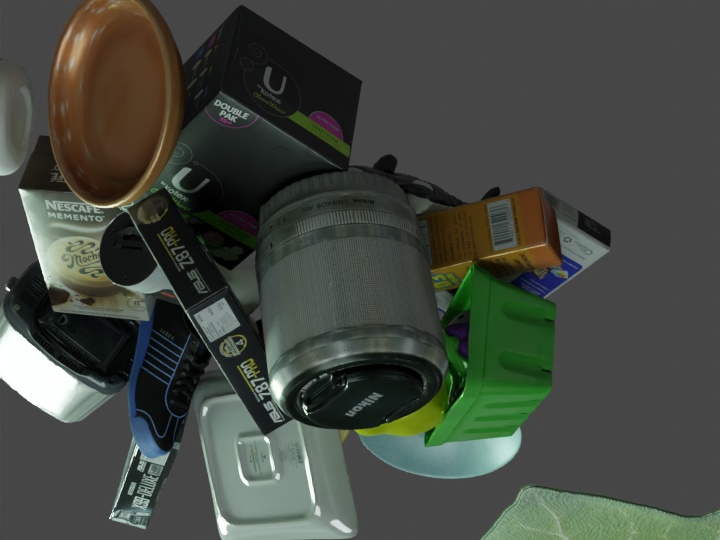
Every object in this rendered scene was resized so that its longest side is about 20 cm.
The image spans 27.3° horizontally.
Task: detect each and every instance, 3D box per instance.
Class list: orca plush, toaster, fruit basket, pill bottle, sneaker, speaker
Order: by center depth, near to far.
[{"bbox_3d":[-0.426,-0.156,1.437,0.199,0.113,0.113,6,140,4],"label":"pill bottle"},{"bbox_3d":[0.075,0.095,1.454,0.215,0.156,0.216,6,157,2],"label":"fruit basket"},{"bbox_3d":[0.046,-0.087,1.459,0.199,0.071,0.105,0,160,-22],"label":"orca plush"},{"bbox_3d":[-0.181,-0.004,1.530,0.081,0.081,0.200,-13,163,24],"label":"speaker"},{"bbox_3d":[-0.204,0.106,1.635,0.078,0.201,0.070,-9,159,27],"label":"sneaker"},{"bbox_3d":[-0.336,0.089,1.692,0.200,0.114,0.129,39,138,-11],"label":"toaster"}]

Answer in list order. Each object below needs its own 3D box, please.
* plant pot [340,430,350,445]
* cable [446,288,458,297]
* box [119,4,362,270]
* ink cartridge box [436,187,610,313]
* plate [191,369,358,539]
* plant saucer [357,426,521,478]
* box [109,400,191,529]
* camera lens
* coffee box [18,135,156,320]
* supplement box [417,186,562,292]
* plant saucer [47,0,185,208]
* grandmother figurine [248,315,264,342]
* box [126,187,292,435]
[{"bbox_3d":[-0.101,0.180,1.728,0.142,0.200,0.200,31,140,9],"label":"plant pot"},{"bbox_3d":[0.113,0.035,1.549,0.097,0.050,0.200,-18,130,32],"label":"cable"},{"bbox_3d":[-0.118,-0.122,1.407,0.148,0.125,0.200,30,135,-25],"label":"box"},{"bbox_3d":[0.162,-0.004,1.557,0.095,0.037,0.200,29,134,-20],"label":"ink cartridge box"},{"bbox_3d":[-0.104,0.201,1.613,0.200,0.200,0.032,-12,179,37],"label":"plate"},{"bbox_3d":[0.095,0.180,1.783,0.200,0.039,0.201,5,139,5],"label":"plant saucer"},{"bbox_3d":[-0.243,0.192,1.772,0.050,0.158,0.200,17,140,-9],"label":"box"},{"bbox_3d":[-0.011,0.032,1.340,0.159,0.201,0.160,-7,150,-4],"label":"camera lens"},{"bbox_3d":[-0.281,-0.042,1.566,0.113,0.080,0.200,5,140,7],"label":"coffee box"},{"bbox_3d":[0.092,-0.021,1.454,0.199,0.069,0.067,-12,157,18],"label":"supplement box"},{"bbox_3d":[-0.220,-0.157,1.356,0.037,0.201,0.200,-1,154,-43],"label":"plant saucer"},{"bbox_3d":[-0.075,0.064,1.604,0.199,0.061,0.121,-3,150,-33],"label":"grandmother figurine"},{"bbox_3d":[-0.135,0.039,1.387,0.049,0.161,0.200,-30,137,-4],"label":"box"}]
